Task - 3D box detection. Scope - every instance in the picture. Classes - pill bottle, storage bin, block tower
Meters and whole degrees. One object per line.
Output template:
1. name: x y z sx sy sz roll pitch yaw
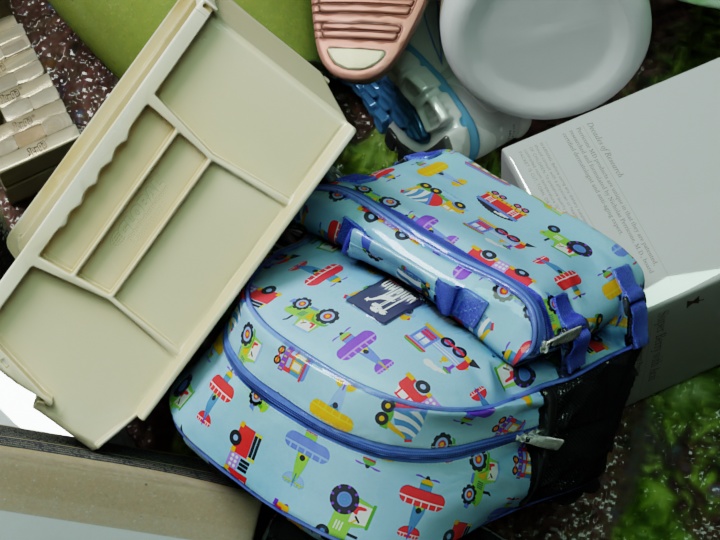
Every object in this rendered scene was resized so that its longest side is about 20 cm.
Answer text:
1. pill bottle: 0.102 -0.187 1.167 0.115 0.116 0.201 -1 40 3
2. storage bin: -0.100 -0.036 1.015 0.093 0.200 0.199 36 97 -12
3. block tower: -0.225 -0.131 1.223 0.058 0.054 0.201 -24 63 -9

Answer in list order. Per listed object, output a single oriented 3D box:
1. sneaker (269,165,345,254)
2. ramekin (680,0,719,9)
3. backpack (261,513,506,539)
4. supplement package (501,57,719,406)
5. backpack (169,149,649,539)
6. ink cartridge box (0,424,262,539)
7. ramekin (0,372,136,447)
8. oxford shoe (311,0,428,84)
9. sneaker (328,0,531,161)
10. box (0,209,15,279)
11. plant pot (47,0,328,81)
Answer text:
1. sneaker: 0.000 0.000 1.128 0.199 0.075 0.081 33 70 18
2. ramekin: 0.254 -0.220 1.152 0.198 0.098 0.200 -5 23 2
3. backpack: 0.030 0.193 0.995 0.199 0.127 0.167 29 47 12
4. supplement package: 0.189 -0.028 1.102 0.199 0.121 0.120 -23 64 -7
5. backpack: 0.017 0.041 0.970 0.182 0.135 0.199 34 32 30
6. ink cartridge box: -0.149 0.181 0.964 0.164 0.075 0.202 11 93 -22
7. ramekin: -0.213 0.121 1.068 0.199 0.098 0.202 -2 63 4
8. oxford shoe: 0.020 -0.182 1.150 0.070 0.074 0.201 8 64 12
9. sneaker: 0.029 -0.136 1.209 0.086 0.075 0.201 -19 60 -29
10. box: -0.234 -0.027 1.088 0.050 0.200 0.075 27 69 16
11. plant pot: -0.102 -0.180 1.186 0.186 0.187 0.201 -27 78 -10
